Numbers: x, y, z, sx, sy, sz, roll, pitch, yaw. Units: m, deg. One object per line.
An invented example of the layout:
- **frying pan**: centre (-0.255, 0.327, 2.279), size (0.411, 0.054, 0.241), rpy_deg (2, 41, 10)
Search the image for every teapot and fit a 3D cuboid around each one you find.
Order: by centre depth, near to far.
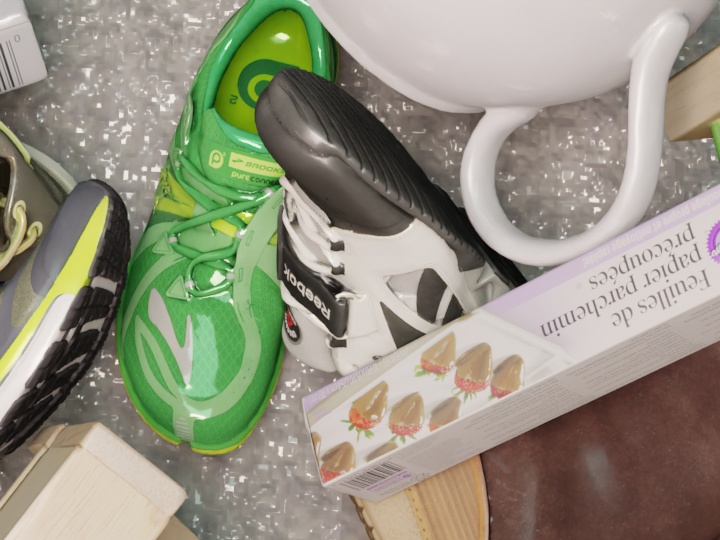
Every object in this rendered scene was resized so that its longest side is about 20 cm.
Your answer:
- **teapot**: centre (0.041, -0.129, 0.818), size (0.197, 0.146, 0.201), rpy_deg (33, 37, -15)

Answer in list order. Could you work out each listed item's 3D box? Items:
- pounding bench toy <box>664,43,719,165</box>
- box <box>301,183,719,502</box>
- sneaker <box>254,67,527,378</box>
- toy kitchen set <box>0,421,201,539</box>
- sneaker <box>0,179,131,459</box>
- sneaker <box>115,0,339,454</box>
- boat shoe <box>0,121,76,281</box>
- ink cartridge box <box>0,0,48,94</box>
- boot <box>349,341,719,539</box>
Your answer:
- **pounding bench toy**: centre (0.198, 0.014, 0.808), size (0.199, 0.124, 0.157), rpy_deg (19, 65, -10)
- **box**: centre (0.069, 0.029, 0.782), size (0.199, 0.041, 0.039), rpy_deg (-29, 62, 26)
- **sneaker**: centre (0.000, 0.000, 0.805), size (0.088, 0.200, 0.074), rpy_deg (-36, 53, 7)
- **toy kitchen set**: centre (-0.075, 0.179, 0.742), size (0.200, 0.180, 0.163), rpy_deg (39, 77, -8)
- **sneaker**: centre (-0.161, 0.041, 0.779), size (0.081, 0.074, 0.200), rpy_deg (40, 91, 6)
- **sneaker**: centre (-0.055, -0.027, 0.862), size (0.074, 0.084, 0.201), rpy_deg (11, 76, 0)
- **boat shoe**: centre (-0.158, -0.030, 0.813), size (0.072, 0.202, 0.060), rpy_deg (-35, 36, 4)
- **ink cartridge box**: centre (-0.247, -0.121, 0.885), size (0.195, 0.043, 0.200), rpy_deg (-20, 47, -7)
- **boot**: centre (0.103, 0.119, 0.835), size (0.166, 0.072, 0.201), rpy_deg (-25, 74, -6)
